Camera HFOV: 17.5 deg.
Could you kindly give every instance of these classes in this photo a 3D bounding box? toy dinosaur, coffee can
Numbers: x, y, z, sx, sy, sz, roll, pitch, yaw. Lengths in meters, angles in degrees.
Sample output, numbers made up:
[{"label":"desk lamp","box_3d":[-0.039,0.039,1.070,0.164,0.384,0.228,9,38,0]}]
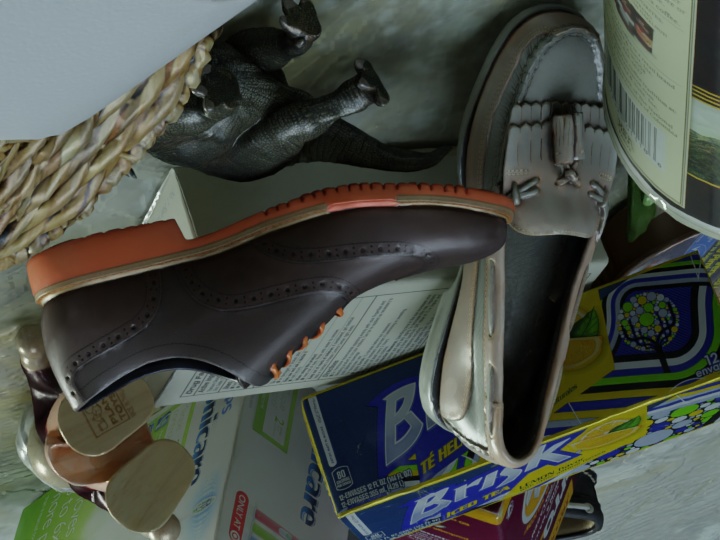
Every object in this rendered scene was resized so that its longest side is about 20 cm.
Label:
[{"label":"toy dinosaur","box_3d":[-0.055,-0.067,0.931,0.200,0.077,0.102,-4,163,-40]},{"label":"coffee can","box_3d":[0.162,-0.114,0.873,0.146,0.147,0.200,-18,155,-2]}]

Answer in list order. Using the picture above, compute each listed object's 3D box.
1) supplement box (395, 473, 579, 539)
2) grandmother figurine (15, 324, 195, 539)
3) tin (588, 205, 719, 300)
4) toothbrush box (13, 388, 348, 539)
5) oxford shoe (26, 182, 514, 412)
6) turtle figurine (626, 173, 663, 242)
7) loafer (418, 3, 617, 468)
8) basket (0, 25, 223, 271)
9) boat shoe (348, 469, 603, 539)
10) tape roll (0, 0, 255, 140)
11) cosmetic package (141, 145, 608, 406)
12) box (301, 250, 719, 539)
[{"label":"supplement box","box_3d":[0.060,0.100,1.247,0.085,0.111,0.200,18,160,15]},{"label":"grandmother figurine","box_3d":[-0.131,0.080,1.111,0.060,0.121,0.200,-23,-179,-16]},{"label":"tin","box_3d":[0.160,0.011,1.252,0.112,0.042,0.200,-2,151,-24]},{"label":"toothbrush box","box_3d":[-0.101,0.154,1.217,0.086,0.146,0.200,39,126,-24]},{"label":"oxford shoe","box_3d":[-0.031,0.010,0.956,0.200,0.073,0.071,-12,170,-1]},{"label":"turtle figurine","box_3d":[0.223,-0.017,1.080,0.193,0.200,0.144,2,-164,1]},{"label":"loafer","box_3d":[0.077,-0.011,1.006,0.072,0.063,0.200,0,113,-28]},{"label":"basket","box_3d":[-0.165,-0.075,0.734,0.200,0.143,0.149,-31,153,25]},{"label":"boat shoe","box_3d":[0.055,0.150,1.433,0.200,0.060,0.074,-7,153,-24]},{"label":"tape roll","box_3d":[-0.104,-0.135,0.586,0.071,0.203,0.202,-31,152,27]},{"label":"cosmetic package","box_3d":[0.000,0.000,1.079,0.200,0.073,0.104,-4,152,-27]},{"label":"box","box_3d":[0.079,0.063,1.102,0.200,0.064,0.070,-21,157,5]}]
